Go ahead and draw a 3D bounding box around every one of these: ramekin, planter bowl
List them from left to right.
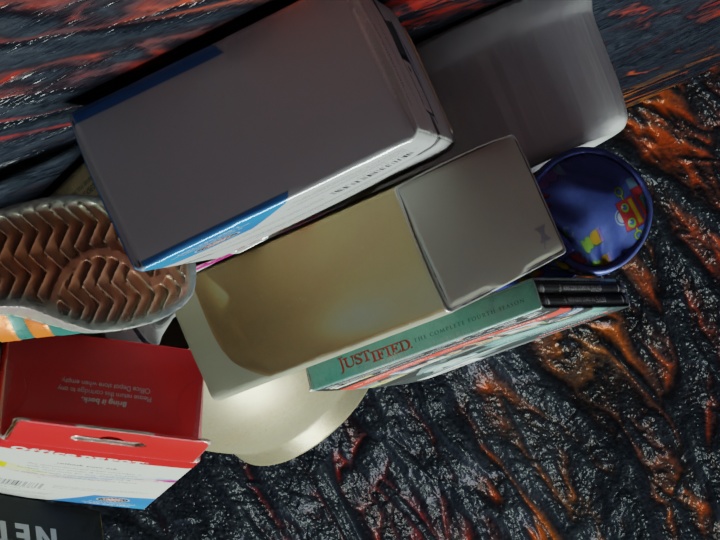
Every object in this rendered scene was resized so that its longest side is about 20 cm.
[{"bbox_3d":[-0.072,0.040,1.754,0.200,0.135,0.200,-31,-151,20],"label":"planter bowl"},{"bbox_3d":[0.073,-0.098,1.727,0.200,0.098,0.200,-25,178,-1],"label":"ramekin"}]

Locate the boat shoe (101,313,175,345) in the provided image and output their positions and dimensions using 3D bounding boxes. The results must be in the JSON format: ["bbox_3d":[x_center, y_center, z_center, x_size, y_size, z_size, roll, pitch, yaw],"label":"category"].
[{"bbox_3d":[-0.127,-0.008,1.657,0.065,0.074,0.200,-29,-158,11],"label":"boat shoe"}]

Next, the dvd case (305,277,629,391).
[{"bbox_3d":[0.067,0.037,1.594,0.146,0.022,0.200,-21,172,19],"label":"dvd case"}]

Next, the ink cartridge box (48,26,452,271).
[{"bbox_3d":[-0.070,-0.052,1.523,0.200,0.075,0.165,-25,177,-22],"label":"ink cartridge box"}]

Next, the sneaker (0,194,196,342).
[{"bbox_3d":[-0.185,0.003,1.374,0.199,0.072,0.080,-1,173,-27],"label":"sneaker"}]

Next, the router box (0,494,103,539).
[{"bbox_3d":[-0.279,0.184,1.652,0.200,0.052,0.157,15,145,-41],"label":"router box"}]

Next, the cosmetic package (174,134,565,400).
[{"bbox_3d":[0.000,0.000,1.450,0.200,0.071,0.105,-23,-178,45],"label":"cosmetic package"}]

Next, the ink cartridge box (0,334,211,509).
[{"bbox_3d":[-0.158,0.084,1.566,0.116,0.067,0.200,7,163,-15],"label":"ink cartridge box"}]

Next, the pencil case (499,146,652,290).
[{"bbox_3d":[0.112,-0.019,1.700,0.087,0.078,0.200,-48,-176,-18],"label":"pencil case"}]

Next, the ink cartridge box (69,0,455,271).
[{"bbox_3d":[-0.042,-0.067,1.317,0.146,0.086,0.200,-25,180,7],"label":"ink cartridge box"}]
